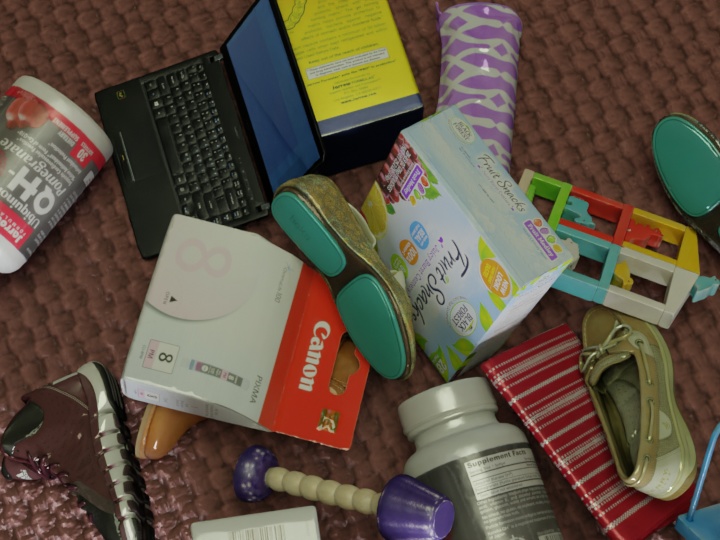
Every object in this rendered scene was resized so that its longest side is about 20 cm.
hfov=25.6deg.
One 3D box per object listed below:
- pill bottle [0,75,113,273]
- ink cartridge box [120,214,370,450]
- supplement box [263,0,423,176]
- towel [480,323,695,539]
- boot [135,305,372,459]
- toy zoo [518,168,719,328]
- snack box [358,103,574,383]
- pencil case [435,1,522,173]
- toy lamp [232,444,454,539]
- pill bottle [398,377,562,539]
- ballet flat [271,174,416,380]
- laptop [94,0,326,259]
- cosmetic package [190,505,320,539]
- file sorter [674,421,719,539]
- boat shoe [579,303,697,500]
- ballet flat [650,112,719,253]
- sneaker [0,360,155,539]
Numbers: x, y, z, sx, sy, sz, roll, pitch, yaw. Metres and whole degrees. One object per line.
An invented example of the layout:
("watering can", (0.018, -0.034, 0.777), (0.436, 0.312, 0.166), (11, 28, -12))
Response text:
("pill bottle", (-0.326, -0.068, 1.437), (0.111, 0.111, 0.200), (34, 77, 10))
("ink cartridge box", (-0.088, 0.052, 1.368), (0.200, 0.057, 0.163), (12, 64, 4))
("supplement box", (-0.024, -0.205, 1.477), (0.109, 0.109, 0.200), (-16, 74, -5))
("towel", (0.200, 0.143, 1.373), (0.200, 0.022, 0.145), (53, 35, 13))
("boot", (-0.093, 0.113, 1.410), (0.155, 0.077, 0.200), (32, 69, 5))
("toy zoo", (0.225, -0.017, 1.431), (0.200, 0.020, 0.131), (20, 41, 6))
("snack box", (0.079, -0.019, 1.371), (0.068, 0.200, 0.169), (-30, 76, -26))
("pencil case", (0.102, -0.151, 1.476), (0.085, 0.084, 0.200), (4, 71, 12))
("toy lamp", (-0.014, 0.186, 1.321), (0.200, 0.058, 0.058), (8, 71, 33))
("pill bottle", (0.102, 0.198, 1.348), (0.111, 0.111, 0.200), (-17, 74, -5))
("ballet flat", (0.000, 0.000, 1.380), (0.071, 0.071, 0.200), (-34, 87, -9))
("laptop", (-0.141, -0.133, 1.447), (0.200, 0.103, 0.177), (-19, 74, 3))
("cosmetic package", (-0.078, 0.244, 1.296), (0.102, 0.200, 0.074), (-7, 73, -1))
("file sorter", (0.381, 0.206, 1.278), (0.139, 0.123, 0.200), (-11, 35, -29))
("boat shoe", (0.226, 0.103, 1.360), (0.063, 0.073, 0.201), (19, 45, -34))
("ballet flat", (0.336, -0.057, 1.455), (0.072, 0.072, 0.200), (-31, 78, -8))
("sneaker", (-0.252, 0.186, 1.388), (0.115, 0.076, 0.200), (-18, 64, 0))
